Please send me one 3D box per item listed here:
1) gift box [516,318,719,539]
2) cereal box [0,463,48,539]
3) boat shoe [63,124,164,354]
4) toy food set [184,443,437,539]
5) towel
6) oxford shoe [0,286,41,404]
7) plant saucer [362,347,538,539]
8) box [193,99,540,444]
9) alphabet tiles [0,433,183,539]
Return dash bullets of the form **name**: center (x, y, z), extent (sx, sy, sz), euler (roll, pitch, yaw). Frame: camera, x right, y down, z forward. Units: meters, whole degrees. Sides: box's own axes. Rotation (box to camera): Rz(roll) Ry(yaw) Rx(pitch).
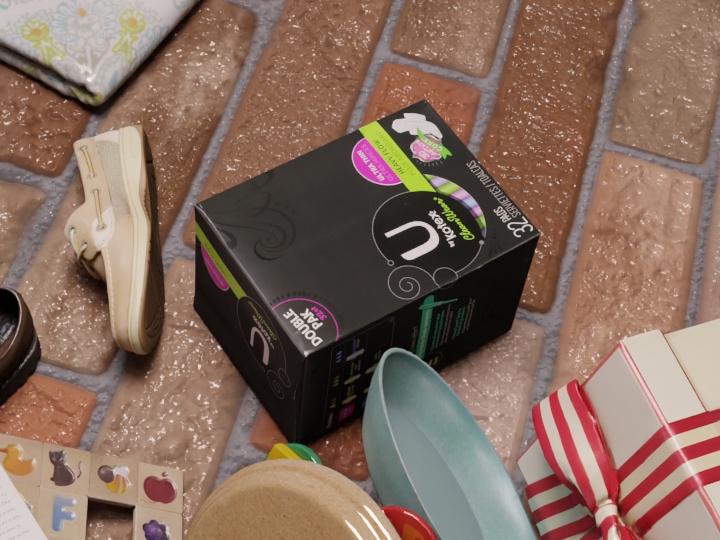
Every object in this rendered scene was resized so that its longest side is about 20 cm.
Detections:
- **gift box**: center (0.215, 0.151, 0.937), extent (0.185, 0.201, 0.185), euler (-12, 57, -29)
- **cereal box**: center (-0.270, 0.153, 0.862), extent (0.143, 0.040, 0.201), euler (-22, 70, -43)
- **boat shoe**: center (-0.181, -0.022, 1.076), extent (0.064, 0.072, 0.201), euler (-8, 53, -3)
- **toy food set**: center (-0.033, 0.209, 0.877), extent (0.200, 0.199, 0.048), euler (38, 21, 31)
- **towel**: center (-0.249, -0.235, 1.231), extent (0.199, 0.048, 0.172), euler (27, 59, 12)
- **oxford shoe**: center (-0.287, 0.087, 0.973), extent (0.072, 0.085, 0.201), euler (24, 57, 7)
- **plant saucer**: center (0.055, 0.145, 0.941), extent (0.036, 0.200, 0.201), euler (-31, 57, 16)
- **box**: center (0.000, 0.000, 1.048), extent (0.199, 0.125, 0.149), euler (-26, 61, -23)
- **alphabet tiles**: center (-0.205, 0.180, 0.918), extent (0.198, 0.008, 0.168), euler (15, 49, -23)
